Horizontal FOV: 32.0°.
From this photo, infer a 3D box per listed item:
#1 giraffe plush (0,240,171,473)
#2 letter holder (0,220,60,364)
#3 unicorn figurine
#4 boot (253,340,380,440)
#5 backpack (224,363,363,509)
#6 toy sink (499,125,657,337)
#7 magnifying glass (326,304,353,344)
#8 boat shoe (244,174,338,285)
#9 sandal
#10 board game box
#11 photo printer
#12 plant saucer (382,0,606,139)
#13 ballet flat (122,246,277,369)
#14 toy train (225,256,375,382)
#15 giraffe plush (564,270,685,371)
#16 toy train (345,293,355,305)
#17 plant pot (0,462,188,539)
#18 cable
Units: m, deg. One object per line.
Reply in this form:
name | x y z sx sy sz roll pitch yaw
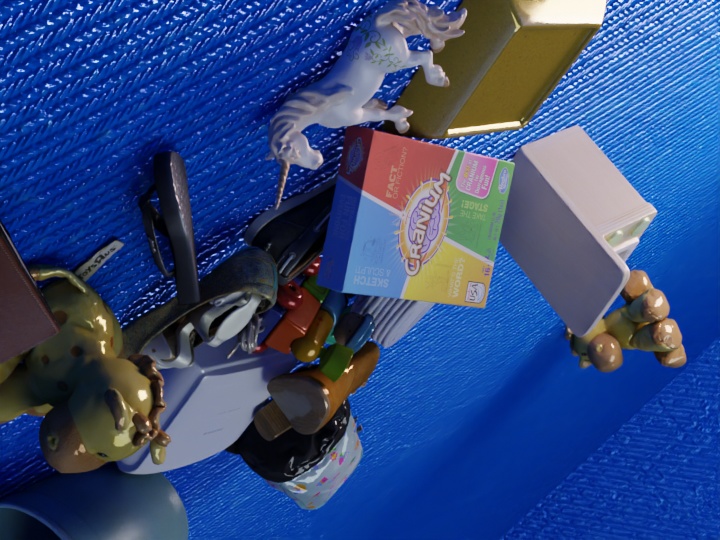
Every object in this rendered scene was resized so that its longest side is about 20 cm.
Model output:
giraffe plush | -0.234 0.100 1.068 0.200 0.163 0.172 -45 156 21
letter holder | -0.308 -0.001 0.846 0.141 0.101 0.200 -30 157 -12
unicorn figurine | -0.002 -0.151 1.068 0.137 0.074 0.201 3 122 -45
boot | -0.032 0.116 1.359 0.144 0.071 0.201 -34 177 -27
backpack | -0.073 0.225 1.610 0.166 0.127 0.200 -37 161 -10
toy sink | 0.260 -0.047 1.481 0.111 0.201 0.131 -22 153 -32
magnifying glass | -0.035 0.071 1.504 0.199 0.022 0.080 -9 145 -49
boat shoe | -0.014 -0.054 1.231 0.199 0.068 0.072 -31 156 -20
sandal | -0.162 -0.026 1.062 0.042 0.077 0.201 -5 151 -6
board game box | 0.057 -0.048 1.220 0.199 0.040 0.155 6 97 -42
photo printer | -0.174 0.142 1.367 0.166 0.070 0.200 -9 144 -51
plant saucer | 0.142 -0.198 1.208 0.199 0.049 0.200 -12 147 -46
ballet flat | -0.157 0.053 1.182 0.199 0.071 0.071 -33 160 18
toy train | -0.058 0.071 1.245 0.085 0.115 0.200 -51 -174 30
giraffe plush | 0.436 0.104 2.139 0.161 0.174 0.200 -26 -166 -1
toy train | 0.000 0.000 1.400 0.200 0.034 0.046 -50 159 28
plant pot | -0.291 0.302 1.362 0.188 0.200 0.200 -30 162 -54
cable | 0.069 -0.002 1.391 0.200 0.069 0.200 -48 176 11
